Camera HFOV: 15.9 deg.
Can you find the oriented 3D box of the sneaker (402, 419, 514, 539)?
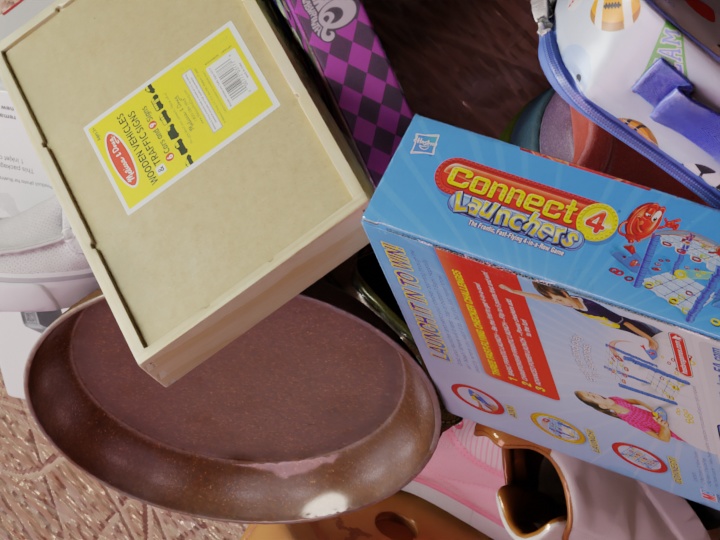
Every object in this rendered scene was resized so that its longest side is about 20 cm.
[{"bbox_3d":[0.035,0.070,1.366,0.200,0.075,0.105,23,137,10],"label":"sneaker"}]

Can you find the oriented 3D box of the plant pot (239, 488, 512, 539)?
[{"bbox_3d":[0.005,0.191,1.403,0.200,0.200,0.140,28,123,16],"label":"plant pot"}]

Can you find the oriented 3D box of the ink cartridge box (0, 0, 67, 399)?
[{"bbox_3d":[-0.135,-0.044,1.354,0.084,0.144,0.200,12,128,29],"label":"ink cartridge box"}]

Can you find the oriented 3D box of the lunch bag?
[{"bbox_3d":[0.163,-0.077,1.084,0.200,0.160,0.076,34,122,-11],"label":"lunch bag"}]

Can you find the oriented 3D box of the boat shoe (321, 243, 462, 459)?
[{"bbox_3d":[0.000,0.000,1.320,0.068,0.072,0.200,-50,62,33],"label":"boat shoe"}]

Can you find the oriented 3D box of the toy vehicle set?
[{"bbox_3d":[-0.080,-0.062,1.157,0.027,0.124,0.200,43,-164,-55],"label":"toy vehicle set"}]

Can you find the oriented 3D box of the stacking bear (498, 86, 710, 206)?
[{"bbox_3d":[0.098,-0.030,1.227,0.114,0.122,0.200,7,157,-25],"label":"stacking bear"}]

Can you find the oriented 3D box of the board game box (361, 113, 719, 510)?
[{"bbox_3d":[0.116,0.030,1.114,0.196,0.056,0.200,19,159,21],"label":"board game box"}]

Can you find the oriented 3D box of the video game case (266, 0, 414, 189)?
[{"bbox_3d":[-0.037,-0.150,1.205,0.200,0.036,0.181,65,176,-21],"label":"video game case"}]

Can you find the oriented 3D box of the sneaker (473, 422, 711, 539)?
[{"bbox_3d":[0.112,0.122,1.290,0.073,0.085,0.200,21,150,52],"label":"sneaker"}]

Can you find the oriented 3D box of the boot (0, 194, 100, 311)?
[{"bbox_3d":[-0.118,-0.041,1.235,0.074,0.200,0.096,-129,33,-63],"label":"boot"}]

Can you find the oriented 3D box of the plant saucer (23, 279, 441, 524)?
[{"bbox_3d":[-0.060,0.055,1.231,0.200,0.035,0.200,4,141,3],"label":"plant saucer"}]

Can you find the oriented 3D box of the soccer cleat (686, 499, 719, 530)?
[{"bbox_3d":[0.180,0.068,1.256,0.067,0.081,0.200,33,137,12],"label":"soccer cleat"}]
